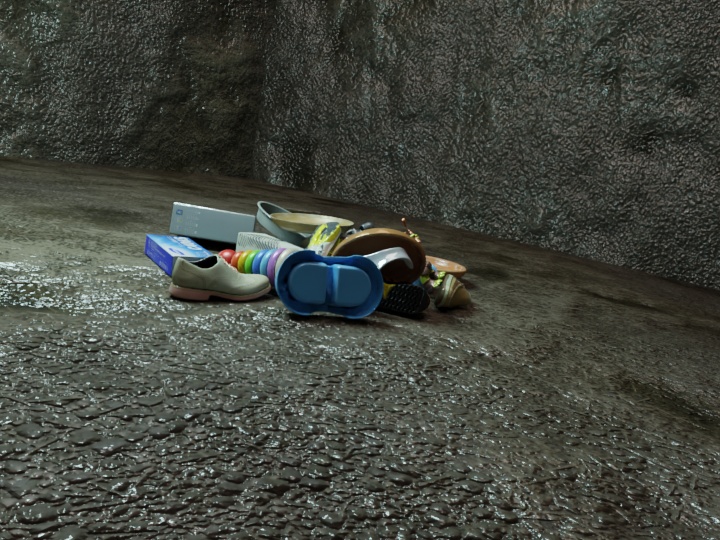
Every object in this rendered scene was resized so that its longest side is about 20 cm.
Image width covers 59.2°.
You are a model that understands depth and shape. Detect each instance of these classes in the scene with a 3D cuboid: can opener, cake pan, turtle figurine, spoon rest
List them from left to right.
[{"bbox_3d":[-0.185,-0.112,1.637,0.200,0.037,0.200,31,12,-7],"label":"cake pan"},{"bbox_3d":[-0.006,-0.056,1.411,0.066,0.053,0.200,-22,-5,-12],"label":"can opener"},{"bbox_3d":[0.006,0.006,1.223,0.199,0.061,0.100,-25,61,-10],"label":"spoon rest"},{"bbox_3d":[0.119,-0.029,1.432,0.161,0.064,0.200,51,14,-5],"label":"turtle figurine"}]

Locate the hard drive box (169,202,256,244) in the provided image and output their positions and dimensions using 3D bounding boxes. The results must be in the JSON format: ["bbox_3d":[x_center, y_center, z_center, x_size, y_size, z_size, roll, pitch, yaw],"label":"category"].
[{"bbox_3d":[-0.367,-0.113,1.598,0.199,0.077,0.156,8,1,-9],"label":"hard drive box"}]

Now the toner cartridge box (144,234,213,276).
[{"bbox_3d":[-0.374,-0.031,1.312,0.095,0.043,0.200,2,14,-34],"label":"toner cartridge box"}]

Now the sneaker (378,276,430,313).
[{"bbox_3d":[0.046,0.046,1.294,0.199,0.070,0.090,15,-2,15],"label":"sneaker"}]

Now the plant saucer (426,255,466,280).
[{"bbox_3d":[0.185,-0.007,1.721,0.199,0.038,0.200,10,11,-2],"label":"plant saucer"}]

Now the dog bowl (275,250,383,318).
[{"bbox_3d":[-0.059,0.025,1.127,0.199,0.112,0.050,6,-2,-23],"label":"dog bowl"}]

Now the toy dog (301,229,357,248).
[{"bbox_3d":[-0.079,-0.042,1.541,0.096,0.133,0.199,-29,-21,35],"label":"toy dog"}]

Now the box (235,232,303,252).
[{"bbox_3d":[-0.195,-0.031,1.420,0.082,0.069,0.199,0,15,-44],"label":"box"}]

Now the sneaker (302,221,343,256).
[{"bbox_3d":[-0.081,-0.017,1.331,0.074,0.085,0.200,-1,41,36],"label":"sneaker"}]

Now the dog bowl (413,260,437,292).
[{"bbox_3d":[0.099,-0.019,1.540,0.199,0.050,0.111,30,22,5],"label":"dog bowl"}]

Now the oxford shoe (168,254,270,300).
[{"bbox_3d":[-0.241,0.011,1.132,0.071,0.074,0.199,19,13,42],"label":"oxford shoe"}]

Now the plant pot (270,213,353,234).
[{"bbox_3d":[-0.116,-0.110,1.503,0.199,0.028,0.200,7,11,-1],"label":"plant pot"}]

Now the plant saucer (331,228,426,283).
[{"bbox_3d":[0.035,-0.022,1.310,0.199,0.201,0.038,8,50,-15],"label":"plant saucer"}]

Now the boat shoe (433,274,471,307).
[{"bbox_3d":[0.214,0.051,1.420,0.076,0.072,0.200,28,14,7],"label":"boat shoe"}]

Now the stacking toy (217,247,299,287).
[{"bbox_3d":[-0.208,-0.012,1.263,0.199,0.086,0.085,8,8,31],"label":"stacking toy"}]
